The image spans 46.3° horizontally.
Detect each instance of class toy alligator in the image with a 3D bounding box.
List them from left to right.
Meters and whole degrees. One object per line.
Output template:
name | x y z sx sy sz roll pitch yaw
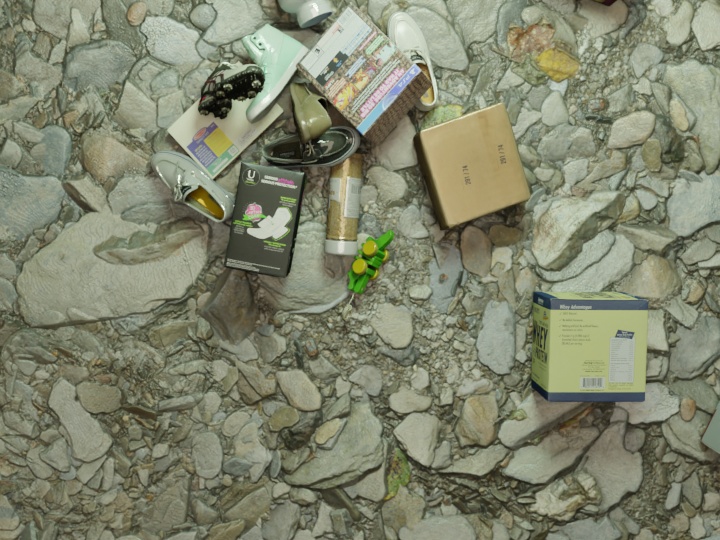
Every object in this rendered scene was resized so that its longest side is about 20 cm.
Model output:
toy alligator | 0.000 0.000 1.690 0.054 0.059 0.201 32 94 37

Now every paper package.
paper package | 0.219 -0.204 1.658 0.189 0.103 0.202 -19 95 -3

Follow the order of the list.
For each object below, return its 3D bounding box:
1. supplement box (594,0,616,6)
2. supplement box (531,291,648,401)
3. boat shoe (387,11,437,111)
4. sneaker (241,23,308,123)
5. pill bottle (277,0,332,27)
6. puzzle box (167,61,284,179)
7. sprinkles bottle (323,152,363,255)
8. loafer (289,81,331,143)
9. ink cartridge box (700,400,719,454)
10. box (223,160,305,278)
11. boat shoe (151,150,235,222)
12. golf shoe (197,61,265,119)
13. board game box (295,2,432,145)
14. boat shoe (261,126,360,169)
supplement box | 0.430 -0.603 1.623 0.198 0.131 0.104 19 93 -5
supplement box | 0.454 0.148 1.681 0.197 0.134 0.202 1 95 -3
boat shoe | 0.106 -0.413 1.651 0.070 0.070 0.202 -17 95 -1
sneaker | -0.196 -0.381 1.615 0.118 0.074 0.202 33 66 -9
pill bottle | -0.124 -0.573 1.607 0.110 0.111 0.202 -23 95 -1
puzzle box | -0.267 -0.295 1.664 0.200 0.025 0.133 -43 96 1
sprinkles bottle | -0.033 -0.132 1.668 0.067 0.068 0.203 4 94 -3
loafer | -0.095 -0.301 1.596 0.067 0.201 0.077 -9 128 -4
ink cartridge box | 0.837 0.344 1.710 0.198 0.145 0.146 26 92 -4
box | -0.180 -0.099 1.622 0.123 0.149 0.202 11 94 -2
boat shoe | -0.334 -0.157 1.629 0.201 0.086 0.075 40 111 2
golf shoe | -0.244 -0.353 1.559 0.077 0.199 0.089 10 74 -37
board game box | 0.007 -0.370 1.594 0.160 0.097 0.200 -46 75 11
boat shoe | -0.099 -0.232 1.618 0.198 0.071 0.073 -12 84 23
